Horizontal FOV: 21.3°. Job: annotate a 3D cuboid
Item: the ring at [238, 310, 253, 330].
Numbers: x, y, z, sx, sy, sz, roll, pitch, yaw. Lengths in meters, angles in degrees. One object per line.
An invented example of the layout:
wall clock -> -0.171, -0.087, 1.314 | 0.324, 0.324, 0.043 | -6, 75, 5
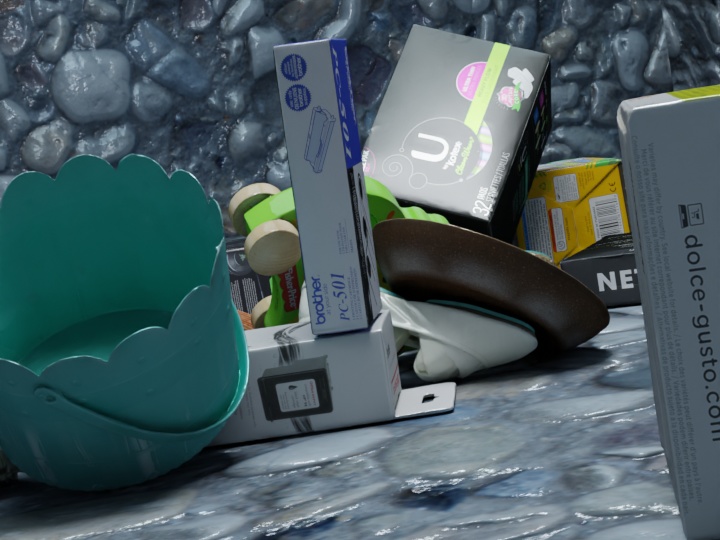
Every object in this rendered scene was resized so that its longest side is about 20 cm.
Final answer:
ring -> -0.142, 0.052, 1.685 | 0.199, 0.019, 0.201 | 12, 14, -3

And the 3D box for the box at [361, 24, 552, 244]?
box -> 0.092, -0.113, 1.868 | 0.147, 0.201, 0.125 | 14, -27, 14

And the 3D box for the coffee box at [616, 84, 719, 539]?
coffee box -> 0.237, 0.002, 0.943 | 0.196, 0.202, 0.200 | -8, 4, 7

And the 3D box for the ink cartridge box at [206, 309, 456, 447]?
ink cartridge box -> -0.033, 0.075, 1.392 | 0.198, 0.067, 0.116 | -9, 5, 4

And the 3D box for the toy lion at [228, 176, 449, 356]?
toy lion -> 0.000, 0.000, 1.586 | 0.190, 0.201, 0.069 | -18, 44, -9

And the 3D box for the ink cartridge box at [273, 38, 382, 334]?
ink cartridge box -> -0.022, -0.062, 1.362 | 0.044, 0.202, 0.094 | -7, 6, 7

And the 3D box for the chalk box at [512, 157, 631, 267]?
chalk box -> 0.201, -0.050, 2.028 | 0.123, 0.126, 0.200 | -10, 4, -8

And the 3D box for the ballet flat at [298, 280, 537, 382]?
ballet flat -> 0.039, 0.052, 1.483 | 0.198, 0.070, 0.069 | 15, 15, 23

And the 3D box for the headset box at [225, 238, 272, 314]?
headset box -> -0.099, 0.010, 2.100 | 0.198, 0.094, 0.174 | -11, 5, -8

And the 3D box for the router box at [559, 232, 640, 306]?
router box -> 0.302, -0.009, 1.783 | 0.198, 0.052, 0.149 | -7, 7, 26

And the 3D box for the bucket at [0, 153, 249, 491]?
bucket -> -0.174, 0.037, 1.274 | 0.205, 0.136, 0.208 | -6, 42, 5

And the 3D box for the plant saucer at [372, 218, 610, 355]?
plant saucer -> 0.095, 0.020, 1.491 | 0.199, 0.037, 0.201 | 22, -16, 6

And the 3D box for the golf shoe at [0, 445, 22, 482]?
golf shoe -> -0.295, 0.107, 1.374 | 0.078, 0.098, 0.200 | -10, 6, -27

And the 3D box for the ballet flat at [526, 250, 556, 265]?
ballet flat -> 0.089, 0.028, 1.804 | 0.198, 0.071, 0.065 | -11, 32, 17
